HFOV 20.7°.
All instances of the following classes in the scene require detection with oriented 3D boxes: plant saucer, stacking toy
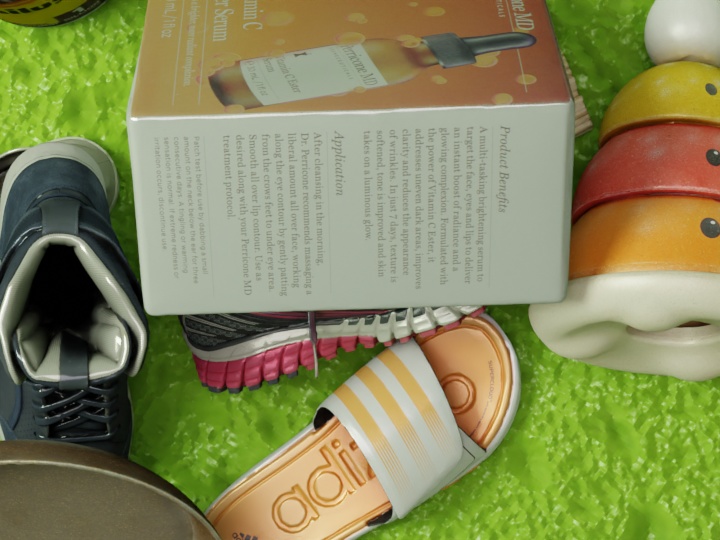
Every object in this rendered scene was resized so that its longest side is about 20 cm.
[{"bbox_3d":[-0.164,0.142,0.993,0.198,0.201,0.032,-7,51,4],"label":"plant saucer"},{"bbox_3d":[0.160,-0.054,0.993,0.145,0.146,0.202,2,74,4],"label":"stacking toy"}]

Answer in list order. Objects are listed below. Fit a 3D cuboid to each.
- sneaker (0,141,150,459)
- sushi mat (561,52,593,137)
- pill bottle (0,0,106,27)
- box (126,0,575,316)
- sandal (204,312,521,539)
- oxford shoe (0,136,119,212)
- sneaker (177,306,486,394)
[{"bbox_3d":[-0.145,0.056,0.971,0.076,0.146,0.204,-7,113,-11],"label":"sneaker"},{"bbox_3d":[0.016,-0.076,1.046,0.199,0.012,0.096,-26,88,4],"label":"sushi mat"},{"bbox_3d":[-0.178,-0.185,0.968,0.108,0.200,0.110,0,90,5],"label":"pill bottle"},{"bbox_3d":[-0.005,-0.065,0.943,0.198,0.153,0.107,-2,122,-2],"label":"box"},{"bbox_3d":[-0.001,0.103,1.024,0.206,0.059,0.079,-39,87,3],"label":"sandal"},{"bbox_3d":[-0.217,-0.005,1.043,0.199,0.058,0.075,-35,89,5],"label":"oxford shoe"},{"bbox_3d":[0.000,0.000,1.007,0.198,0.081,0.075,-18,103,4],"label":"sneaker"}]
